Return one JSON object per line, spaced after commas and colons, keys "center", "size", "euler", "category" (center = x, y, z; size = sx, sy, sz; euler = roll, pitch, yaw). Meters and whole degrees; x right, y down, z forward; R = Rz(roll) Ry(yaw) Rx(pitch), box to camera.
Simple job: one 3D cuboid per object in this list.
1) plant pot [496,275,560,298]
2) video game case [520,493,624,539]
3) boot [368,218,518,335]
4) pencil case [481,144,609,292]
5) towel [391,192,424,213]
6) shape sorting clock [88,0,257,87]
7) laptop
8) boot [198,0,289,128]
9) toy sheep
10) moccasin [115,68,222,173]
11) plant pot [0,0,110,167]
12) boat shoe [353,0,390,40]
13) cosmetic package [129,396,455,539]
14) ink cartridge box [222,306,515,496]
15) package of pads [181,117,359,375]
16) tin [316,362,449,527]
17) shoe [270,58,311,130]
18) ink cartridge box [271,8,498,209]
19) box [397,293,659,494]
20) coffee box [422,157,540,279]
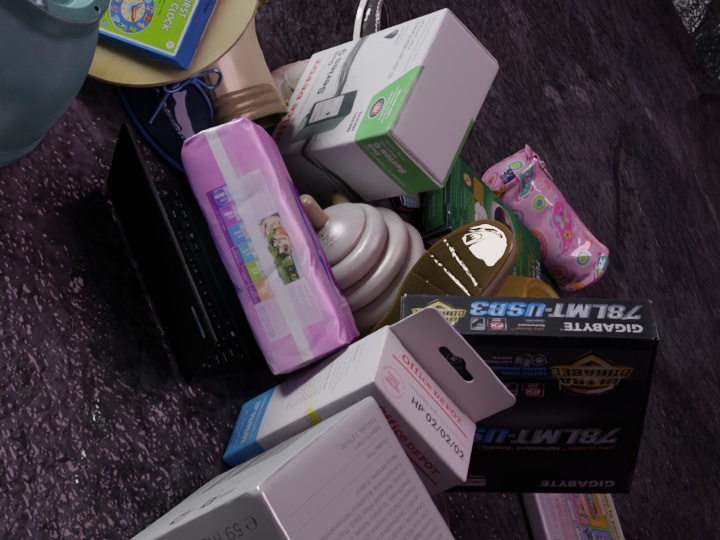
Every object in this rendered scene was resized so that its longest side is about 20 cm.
{"center": [0.138, 0.083, 1.224], "size": [0.200, 0.141, 0.201], "euler": [38, 36, -34], "category": "plant pot"}
{"center": [0.236, 0.279, 1.325], "size": [0.182, 0.022, 0.201], "euler": [21, 47, -48], "category": "video game case"}
{"center": [0.095, 0.056, 1.070], "size": [0.154, 0.200, 0.072], "euler": [25, 18, -47], "category": "boot"}
{"center": [0.241, -0.066, 1.570], "size": [0.200, 0.087, 0.088], "euler": [51, 31, -18], "category": "pencil case"}
{"center": [0.050, -0.158, 1.420], "size": [0.146, 0.022, 0.201], "euler": [3, 63, -55], "category": "towel"}
{"center": [-0.181, -0.248, 1.009], "size": [0.039, 0.199, 0.201], "euler": [93, -25, -76], "category": "shape sorting clock"}
{"center": [-0.119, -0.013, 0.954], "size": [0.199, 0.103, 0.178], "euler": [-6, 70, -58], "category": "laptop"}
{"center": [-0.115, -0.211, 1.165], "size": [0.156, 0.072, 0.200], "euler": [63, 22, -5], "category": "boot"}
{"center": [0.000, 0.000, 1.103], "size": [0.200, 0.137, 0.139], "euler": [42, 34, -34], "category": "toy sheep"}
{"center": [-0.174, -0.177, 1.045], "size": [0.201, 0.068, 0.080], "euler": [57, 30, -5], "category": "moccasin"}
{"center": [-0.263, -0.192, 0.859], "size": [0.200, 0.134, 0.201], "euler": [38, 36, -35], "category": "plant pot"}
{"center": [0.028, -0.194, 1.296], "size": [0.074, 0.060, 0.202], "euler": [-5, 96, -69], "category": "boat shoe"}
{"center": [-0.036, 0.226, 0.812], "size": [0.201, 0.164, 0.165], "euler": [59, 30, 1], "category": "cosmetic package"}
{"center": [0.007, 0.123, 0.930], "size": [0.115, 0.199, 0.068], "euler": [47, 32, -20], "category": "ink cartridge box"}
{"center": [-0.073, -0.020, 0.982], "size": [0.121, 0.075, 0.201], "euler": [-10, 76, -85], "category": "package of pads"}
{"center": [0.012, 0.167, 1.064], "size": [0.112, 0.042, 0.201], "euler": [-6, 69, -62], "category": "tin"}
{"center": [-0.047, -0.195, 1.270], "size": [0.070, 0.053, 0.200], "euler": [57, 30, -5], "category": "shoe"}
{"center": [0.012, -0.145, 1.137], "size": [0.084, 0.199, 0.147], "euler": [40, 62, -30], "category": "ink cartridge box"}
{"center": [0.131, 0.106, 0.987], "size": [0.050, 0.198, 0.200], "euler": [-85, 174, -48], "category": "box"}
{"center": [0.144, -0.034, 1.413], "size": [0.200, 0.044, 0.124], "euler": [40, 40, -37], "category": "coffee box"}
